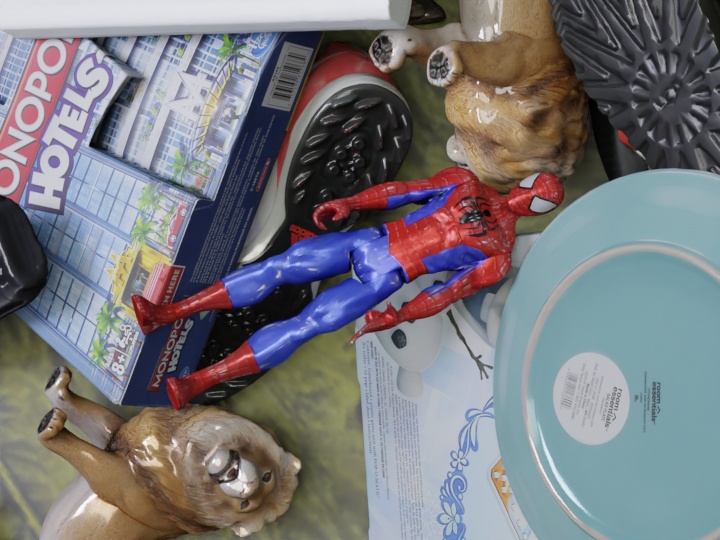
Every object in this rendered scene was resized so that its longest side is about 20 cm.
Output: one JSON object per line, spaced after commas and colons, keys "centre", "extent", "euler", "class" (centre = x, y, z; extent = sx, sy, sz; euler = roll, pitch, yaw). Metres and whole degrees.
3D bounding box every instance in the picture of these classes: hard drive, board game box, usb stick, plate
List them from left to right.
{"centre": [-0.211, 0.014, 1.416], "extent": [0.200, 0.033, 0.056], "euler": [-25, 84, 50], "class": "usb stick"}
{"centre": [-0.141, -0.065, 1.418], "extent": [0.200, 0.062, 0.200], "euler": [25, 98, 26], "class": "board game box"}
{"centre": [-0.067, -0.172, 1.349], "extent": [0.200, 0.026, 0.132], "euler": [1, 79, 27], "class": "hard drive"}
{"centre": [0.087, 0.082, 1.383], "extent": [0.199, 0.043, 0.200], "euler": [-5, 89, 43], "class": "board game box"}
{"centre": [0.130, 0.056, 1.298], "extent": [0.200, 0.026, 0.201], "euler": [3, 95, 40], "class": "plate"}

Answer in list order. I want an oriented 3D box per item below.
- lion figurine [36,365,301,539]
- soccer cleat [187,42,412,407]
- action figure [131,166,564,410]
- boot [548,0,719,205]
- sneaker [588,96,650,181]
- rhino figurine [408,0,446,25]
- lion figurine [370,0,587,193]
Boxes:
{"centre": [-0.131, 0.129, 1.451], "extent": [0.122, 0.073, 0.200], "euler": [37, 109, -20], "class": "lion figurine"}
{"centre": [-0.045, -0.020, 1.448], "extent": [0.068, 0.073, 0.200], "euler": [26, 110, -24], "class": "soccer cleat"}
{"centre": [0.000, 0.000, 1.342], "extent": [0.200, 0.052, 0.066], "euler": [-23, 76, -8], "class": "action figure"}
{"centre": [0.185, -0.088, 1.357], "extent": [0.079, 0.158, 0.211], "euler": [-39, 76, 39], "class": "boot"}
{"centre": [0.160, -0.135, 1.416], "extent": [0.108, 0.067, 0.202], "euler": [-8, 98, -7], "class": "sneaker"}
{"centre": [0.017, -0.162, 1.438], "extent": [0.200, 0.060, 0.088], "euler": [-10, 89, 1], "class": "rhino figurine"}
{"centre": [0.066, -0.136, 1.377], "extent": [0.072, 0.122, 0.200], "euler": [12, 96, 43], "class": "lion figurine"}
